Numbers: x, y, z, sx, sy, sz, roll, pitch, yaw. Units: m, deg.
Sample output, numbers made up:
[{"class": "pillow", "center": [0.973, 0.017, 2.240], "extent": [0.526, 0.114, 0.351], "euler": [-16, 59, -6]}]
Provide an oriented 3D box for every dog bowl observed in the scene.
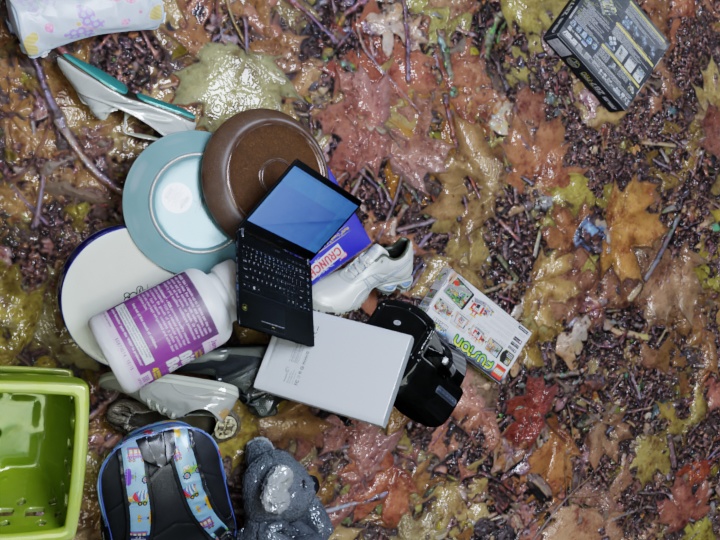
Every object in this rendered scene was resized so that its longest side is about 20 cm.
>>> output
[{"class": "dog bowl", "center": [-0.315, 0.035, 1.083], "extent": [0.200, 0.079, 0.200], "euler": [-2, 95, -23]}]

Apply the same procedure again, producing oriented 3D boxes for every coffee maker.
[{"class": "coffee maker", "center": [0.060, 0.163, 1.195], "extent": [0.192, 0.135, 0.200], "euler": [-39, 144, 3]}]

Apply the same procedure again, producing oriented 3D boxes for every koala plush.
[{"class": "koala plush", "center": [-0.123, 0.355, 1.141], "extent": [0.183, 0.177, 0.200], "euler": [-10, 105, -15]}]

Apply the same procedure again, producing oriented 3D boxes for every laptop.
[{"class": "laptop", "center": [-0.075, -0.015, 1.038], "extent": [0.177, 0.103, 0.200], "euler": [26, 56, -57]}]

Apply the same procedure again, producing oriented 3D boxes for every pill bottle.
[{"class": "pill bottle", "center": [-0.239, 0.066, 1.014], "extent": [0.200, 0.112, 0.112], "euler": [-29, 105, -17]}]

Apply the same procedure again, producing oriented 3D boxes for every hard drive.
[{"class": "hard drive", "center": [-0.038, 0.132, 1.100], "extent": [0.027, 0.200, 0.132], "euler": [57, 49, -62]}]

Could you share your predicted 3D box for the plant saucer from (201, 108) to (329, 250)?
[{"class": "plant saucer", "center": [-0.120, -0.127, 1.076], "extent": [0.200, 0.034, 0.201], "euler": [0, 90, -35]}]

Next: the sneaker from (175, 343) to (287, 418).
[{"class": "sneaker", "center": [-0.182, 0.165, 1.153], "extent": [0.199, 0.076, 0.114], "euler": [5, 87, -29]}]

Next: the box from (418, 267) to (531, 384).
[{"class": "box", "center": [0.191, 0.096, 1.327], "extent": [0.200, 0.035, 0.110], "euler": [38, 80, -21]}]

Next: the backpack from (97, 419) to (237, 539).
[{"class": "backpack", "center": [-0.277, 0.297, 1.079], "extent": [0.182, 0.135, 0.200], "euler": [-14, 109, -20]}]

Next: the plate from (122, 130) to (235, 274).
[{"class": "plate", "center": [-0.219, -0.091, 1.058], "extent": [0.200, 0.026, 0.201], "euler": [-1, 94, -23]}]

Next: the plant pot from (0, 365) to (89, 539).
[{"class": "plant pot", "center": [-0.458, 0.218, 0.983], "extent": [0.200, 0.181, 0.199], "euler": [5, 93, -24]}]

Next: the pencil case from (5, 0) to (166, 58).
[{"class": "pencil case", "center": [-0.362, -0.346, 1.026], "extent": [0.200, 0.083, 0.091], "euler": [-22, 101, -20]}]

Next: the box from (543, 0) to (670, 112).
[{"class": "box", "center": [0.440, -0.407, 1.380], "extent": [0.200, 0.049, 0.161], "euler": [38, 82, -21]}]

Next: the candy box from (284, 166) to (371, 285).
[{"class": "candy box", "center": [-0.107, -0.079, 1.162], "extent": [0.169, 0.077, 0.200], "euler": [-35, 106, -18]}]

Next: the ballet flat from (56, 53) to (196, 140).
[{"class": "ballet flat", "center": [-0.326, -0.224, 1.068], "extent": [0.200, 0.069, 0.070], "euler": [23, 86, -24]}]

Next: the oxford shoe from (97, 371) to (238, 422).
[{"class": "oxford shoe", "center": [-0.271, 0.176, 1.086], "extent": [0.200, 0.075, 0.058], "euler": [8, 73, 2]}]

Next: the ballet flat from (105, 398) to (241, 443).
[{"class": "ballet flat", "center": [-0.269, 0.222, 1.136], "extent": [0.200, 0.046, 0.068], "euler": [14, 90, -23]}]

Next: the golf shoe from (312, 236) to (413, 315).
[{"class": "golf shoe", "center": [0.000, 0.000, 1.190], "extent": [0.200, 0.078, 0.097], "euler": [-21, 137, -37]}]
